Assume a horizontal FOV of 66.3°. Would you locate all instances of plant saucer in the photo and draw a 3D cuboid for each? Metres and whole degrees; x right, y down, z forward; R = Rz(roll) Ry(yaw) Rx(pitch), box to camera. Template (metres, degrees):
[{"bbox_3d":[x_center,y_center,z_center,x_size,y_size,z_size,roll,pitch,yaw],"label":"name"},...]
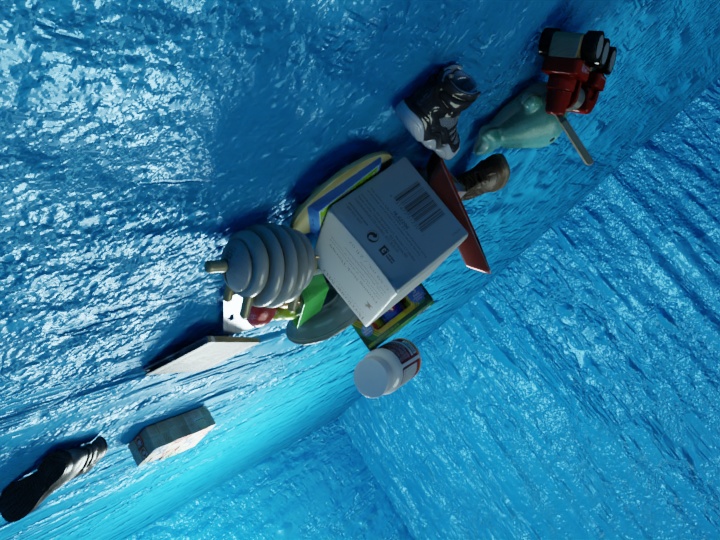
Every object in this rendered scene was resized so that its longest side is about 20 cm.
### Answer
[{"bbox_3d":[-0.081,0.077,1.189,0.197,0.051,0.201,-23,-156,11],"label":"plant saucer"},{"bbox_3d":[0.163,-0.106,0.964,0.036,0.202,0.200,-25,-164,14],"label":"plant saucer"}]

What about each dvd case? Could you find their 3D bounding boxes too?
[{"bbox_3d":[-0.304,0.165,1.081,0.147,0.016,0.200,-27,167,12],"label":"dvd case"}]

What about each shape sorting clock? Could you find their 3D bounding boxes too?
[{"bbox_3d":[-0.031,-0.123,0.883,0.199,0.039,0.200,-40,173,-6],"label":"shape sorting clock"}]

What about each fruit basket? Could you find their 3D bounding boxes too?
[{"bbox_3d":[-0.165,0.054,1.042,0.197,0.095,0.186,-13,156,-19],"label":"fruit basket"}]

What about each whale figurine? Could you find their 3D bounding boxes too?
[{"bbox_3d":[0.318,-0.278,1.080,0.198,0.105,0.160,-30,163,-14],"label":"whale figurine"}]

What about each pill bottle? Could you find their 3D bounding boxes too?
[{"bbox_3d":[0.066,0.236,1.340,0.110,0.110,0.199,-44,165,24],"label":"pill bottle"}]

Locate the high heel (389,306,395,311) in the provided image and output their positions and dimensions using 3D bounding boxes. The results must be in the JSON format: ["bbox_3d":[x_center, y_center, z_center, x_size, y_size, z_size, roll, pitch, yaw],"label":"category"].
[{"bbox_3d":[-0.019,0.085,1.297,0.197,0.097,0.068,-21,-166,15],"label":"high heel"}]

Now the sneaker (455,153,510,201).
[{"bbox_3d":[0.242,-0.183,1.170,0.075,0.071,0.200,-25,177,-17],"label":"sneaker"}]

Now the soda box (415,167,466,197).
[{"bbox_3d":[0.134,-0.156,1.097,0.068,0.064,0.199,-46,161,30],"label":"soda box"}]

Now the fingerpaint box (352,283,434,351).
[{"bbox_3d":[0.055,0.070,1.354,0.199,0.168,0.073,-36,167,0],"label":"fingerpaint box"}]

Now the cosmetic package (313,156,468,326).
[{"bbox_3d":[0.040,-0.041,0.921,0.166,0.168,0.200,-37,172,-23],"label":"cosmetic package"}]

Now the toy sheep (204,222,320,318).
[{"bbox_3d":[-0.141,-0.005,0.821,0.198,0.139,0.138,-8,148,-50],"label":"toy sheep"}]

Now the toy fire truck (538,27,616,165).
[{"bbox_3d":[0.371,-0.293,0.950,0.175,0.127,0.204,-12,116,-56],"label":"toy fire truck"}]

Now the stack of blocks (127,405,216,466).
[{"bbox_3d":[-0.475,0.419,1.383,0.115,0.059,0.199,-44,162,23],"label":"stack of blocks"}]

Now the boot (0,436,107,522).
[{"bbox_3d":[-0.607,0.418,1.103,0.199,0.070,0.132,-36,169,9],"label":"boot"}]

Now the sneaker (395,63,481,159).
[{"bbox_3d":[0.138,-0.242,0.849,0.114,0.076,0.199,-41,161,22],"label":"sneaker"}]
